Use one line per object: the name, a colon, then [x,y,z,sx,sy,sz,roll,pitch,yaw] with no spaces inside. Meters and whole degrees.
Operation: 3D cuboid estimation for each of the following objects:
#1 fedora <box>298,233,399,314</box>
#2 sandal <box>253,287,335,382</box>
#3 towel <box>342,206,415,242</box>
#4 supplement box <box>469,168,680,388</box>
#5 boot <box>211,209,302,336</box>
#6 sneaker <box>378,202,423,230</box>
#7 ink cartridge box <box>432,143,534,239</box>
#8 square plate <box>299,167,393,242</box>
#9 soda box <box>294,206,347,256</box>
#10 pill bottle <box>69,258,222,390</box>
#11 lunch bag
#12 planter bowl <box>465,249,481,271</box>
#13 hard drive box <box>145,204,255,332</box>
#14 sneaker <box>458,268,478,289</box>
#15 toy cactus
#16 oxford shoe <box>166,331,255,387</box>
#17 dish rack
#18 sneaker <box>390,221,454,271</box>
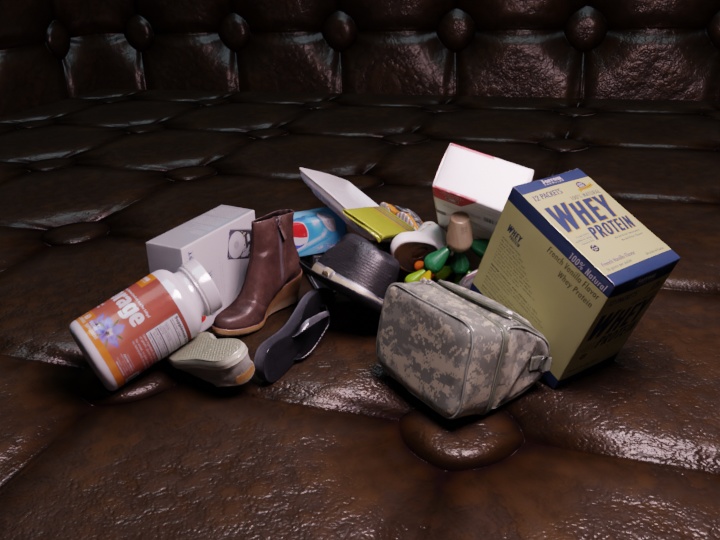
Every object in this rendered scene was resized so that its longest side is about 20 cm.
fedora: [0.000,0.000,1.194,0.198,0.093,0.201,29,-1,0]
sandal: [-0.084,0.099,1.110,0.042,0.077,0.200,7,35,27]
towel: [0.034,-0.082,1.298,0.085,0.018,0.200,34,16,13]
supplement box: [0.283,0.008,1.031,0.133,0.202,0.201,-17,51,-30]
boot: [-0.172,0.001,1.216,0.071,0.169,0.199,14,28,34]
sneaker: [0.098,-0.083,1.513,0.076,0.079,0.200,9,24,-26]
ink cartridge box: [0.204,-0.117,1.253,0.145,0.084,0.200,21,-10,13]
square plate: [-0.005,-0.110,1.375,0.198,0.029,0.199,42,16,21]
soda box: [-0.123,-0.065,1.375,0.196,0.065,0.068,-11,24,-5]
pill bottle: [-0.302,0.071,1.075,0.199,0.113,0.112,-35,35,-24]
lunch bag: [0.137,0.096,1.017,0.166,0.142,0.199,0,18,-36]
planter bowl: [0.262,-0.089,1.425,0.196,0.137,0.201,-2,23,1]
hard drive box: [-0.255,-0.002,1.249,0.076,0.158,0.200,10,27,25]
sneaker: [0.254,0.049,1.184,0.196,0.077,0.116,-1,26,3]
toy cactus: [0.164,-0.019,1.251,0.196,0.167,0.103,-9,43,-2]
oxford shoe: [-0.216,0.130,1.071,0.198,0.058,0.075,2,37,50]
dish rack: [0.002,-0.014,1.385,0.196,0.055,0.154,-7,25,-15]
sneaker: [0.105,-0.048,1.326,0.199,0.073,0.085,13,42,-53]
